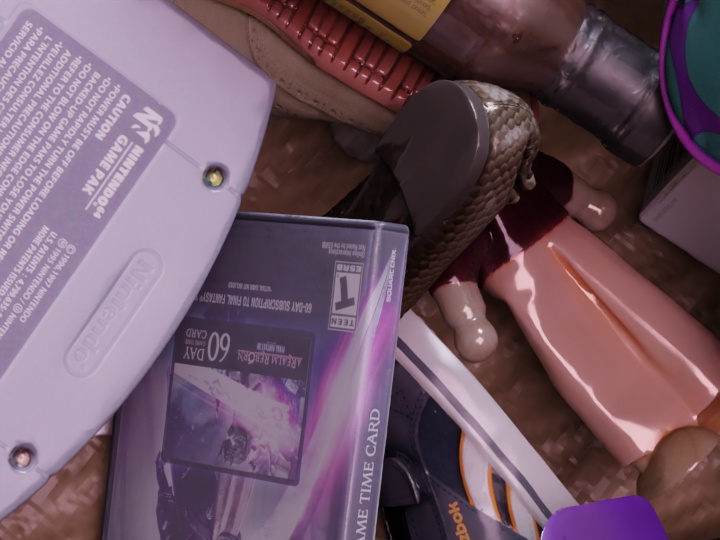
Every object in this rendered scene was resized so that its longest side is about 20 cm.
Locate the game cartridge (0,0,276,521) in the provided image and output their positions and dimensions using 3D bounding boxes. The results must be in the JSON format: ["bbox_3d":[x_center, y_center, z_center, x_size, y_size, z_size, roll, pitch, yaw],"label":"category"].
[{"bbox_3d":[-0.122,-0.011,1.026,0.133,0.041,0.200,36,80,-8],"label":"game cartridge"}]

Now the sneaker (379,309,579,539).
[{"bbox_3d":[0.038,0.095,1.112,0.079,0.078,0.200,-39,91,-4],"label":"sneaker"}]

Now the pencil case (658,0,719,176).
[{"bbox_3d":[0.194,-0.083,1.045,0.199,0.085,0.093,-13,65,-41],"label":"pencil case"}]

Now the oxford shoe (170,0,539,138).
[{"bbox_3d":[-0.029,-0.085,1.088,0.199,0.074,0.071,30,43,7],"label":"oxford shoe"}]

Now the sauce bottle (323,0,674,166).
[{"bbox_3d":[0.025,-0.105,1.032,0.199,0.065,0.065,34,79,-10],"label":"sauce bottle"}]

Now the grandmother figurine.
[{"bbox_3d":[0.063,-0.009,1.122,0.200,0.121,0.061,47,119,2],"label":"grandmother figurine"}]

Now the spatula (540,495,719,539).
[{"bbox_3d":[0.127,0.108,1.109,0.200,0.020,0.057,0,68,-57],"label":"spatula"}]

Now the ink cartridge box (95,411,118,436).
[{"bbox_3d":[-0.180,0.016,1.062,0.199,0.067,0.117,-7,89,-16],"label":"ink cartridge box"}]

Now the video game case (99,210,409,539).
[{"bbox_3d":[-0.044,0.080,1.053,0.019,0.142,0.201,8,88,-39],"label":"video game case"}]

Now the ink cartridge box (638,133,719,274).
[{"bbox_3d":[0.219,-0.012,1.150,0.199,0.109,0.050,33,44,-11],"label":"ink cartridge box"}]

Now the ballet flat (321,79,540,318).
[{"bbox_3d":[0.000,0.000,1.064,0.046,0.200,0.068,3,54,-40],"label":"ballet flat"}]
